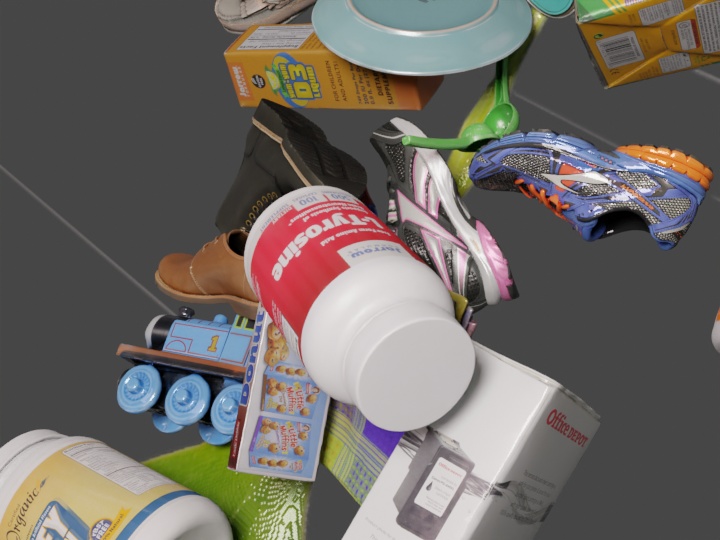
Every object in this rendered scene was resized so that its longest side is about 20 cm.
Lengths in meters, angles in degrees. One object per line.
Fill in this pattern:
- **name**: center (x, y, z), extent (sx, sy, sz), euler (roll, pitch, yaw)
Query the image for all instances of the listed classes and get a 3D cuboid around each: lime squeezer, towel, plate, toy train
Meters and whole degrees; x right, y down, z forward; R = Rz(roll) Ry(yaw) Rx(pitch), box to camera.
- **lime squeezer**: center (0.105, -0.133, 0.858), extent (0.038, 0.071, 0.200), euler (0, 34, 37)
- **towel**: center (0.017, 0.089, 0.797), extent (0.144, 0.023, 0.200), euler (37, 112, 51)
- **plate**: center (0.055, -0.238, 0.895), extent (0.200, 0.026, 0.200), euler (-1, 43, 1)
- **toy train**: center (-0.129, 0.094, 0.899), extent (0.200, 0.087, 0.114), euler (7, 67, 29)

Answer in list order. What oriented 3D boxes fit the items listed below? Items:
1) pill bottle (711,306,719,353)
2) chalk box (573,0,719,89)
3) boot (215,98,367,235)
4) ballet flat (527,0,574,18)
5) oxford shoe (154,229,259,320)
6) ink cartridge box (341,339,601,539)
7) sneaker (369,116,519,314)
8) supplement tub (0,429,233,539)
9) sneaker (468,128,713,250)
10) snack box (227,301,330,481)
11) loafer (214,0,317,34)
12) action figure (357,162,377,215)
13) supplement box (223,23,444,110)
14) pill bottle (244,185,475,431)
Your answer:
- **pill bottle**: center (0.331, -0.023, 0.700), extent (0.113, 0.113, 0.200), euler (16, 80, 29)
- **chalk box**: center (0.240, -0.277, 0.826), extent (0.124, 0.125, 0.200), euler (-10, 70, 22)
- **boot**: center (-0.069, -0.057, 0.894), extent (0.138, 0.077, 0.200), euler (-62, 27, 16)
- **ballet flat**: center (0.145, -0.324, 0.906), extent (0.069, 0.069, 0.200), euler (-36, 95, 10)
- **oxford shoe**: center (-0.122, -0.005, 0.911), extent (0.200, 0.071, 0.071), euler (7, 109, 44)
- **ink cartridge box**: center (0.081, 0.164, 0.735), extent (0.083, 0.145, 0.200), euler (29, 86, 31)
- **sneaker**: center (0.050, -0.043, 0.851), extent (0.086, 0.080, 0.200), euler (-29, 61, -1)
- **supplement tub**: center (-0.226, 0.230, 0.858), extent (0.200, 0.145, 0.145), euler (19, 81, 29)
- **sneaker**: center (0.178, -0.065, 0.813), extent (0.200, 0.075, 0.079), euler (11, 80, 30)
- **snack box**: center (-0.055, 0.069, 0.821), extent (0.024, 0.072, 0.200), euler (-2, 76, 63)
- **loafer**: center (-0.067, -0.299, 1.015), extent (0.200, 0.063, 0.072), euler (-11, 69, 21)
- **action figure**: center (0.000, 0.000, 0.885), extent (0.065, 0.052, 0.200), euler (-30, 64, 28)
- **supplement box**: center (-0.027, -0.194, 0.946), extent (0.200, 0.067, 0.069), euler (6, 42, 28)
- **pill bottle**: center (-0.003, 0.024, 0.711), extent (0.112, 0.112, 0.200), euler (-48, 36, 3)
